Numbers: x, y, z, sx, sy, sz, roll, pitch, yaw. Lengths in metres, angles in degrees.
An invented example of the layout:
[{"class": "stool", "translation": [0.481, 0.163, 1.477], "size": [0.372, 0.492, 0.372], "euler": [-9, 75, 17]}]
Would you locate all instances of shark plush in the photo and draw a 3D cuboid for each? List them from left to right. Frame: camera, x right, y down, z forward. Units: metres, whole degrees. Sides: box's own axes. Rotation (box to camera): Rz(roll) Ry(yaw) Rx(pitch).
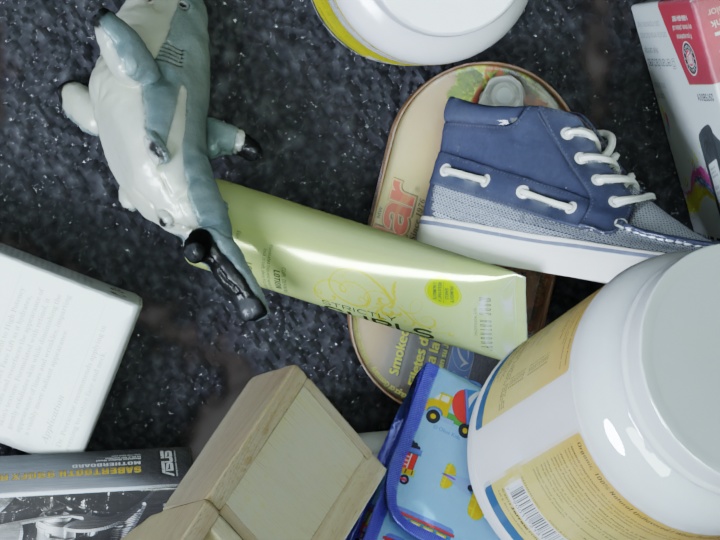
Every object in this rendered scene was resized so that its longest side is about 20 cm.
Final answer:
[{"class": "shark plush", "translation": [-0.090, -0.071, 1.581], "size": [0.083, 0.091, 0.201], "euler": [-13, 57, -28]}]

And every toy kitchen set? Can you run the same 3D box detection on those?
[{"class": "toy kitchen set", "translation": [-0.088, 0.186, 1.536], "size": [0.163, 0.199, 0.181], "euler": [50, 50, -21]}]

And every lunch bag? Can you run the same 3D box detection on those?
[{"class": "lunch bag", "translation": [0.068, 0.156, 1.577], "size": [0.150, 0.094, 0.201], "euler": [24, 78, -9]}]

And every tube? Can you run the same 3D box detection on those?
[{"class": "tube", "translation": [0.000, 0.000, 1.595], "size": [0.199, 0.058, 0.052], "euler": [17, 95, 17]}]

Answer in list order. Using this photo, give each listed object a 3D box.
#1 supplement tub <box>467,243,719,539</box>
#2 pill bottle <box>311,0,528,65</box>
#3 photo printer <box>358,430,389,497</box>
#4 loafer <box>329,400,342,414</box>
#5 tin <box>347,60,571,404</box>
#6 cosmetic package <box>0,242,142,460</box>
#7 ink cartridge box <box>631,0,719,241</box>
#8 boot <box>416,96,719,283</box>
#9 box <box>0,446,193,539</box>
[{"class": "supplement tub", "translation": [0.153, 0.075, 1.482], "size": [0.144, 0.200, 0.146], "euler": [7, 70, -20]}, {"class": "pill bottle", "translation": [0.033, -0.166, 1.553], "size": [0.112, 0.200, 0.113], "euler": [0, 94, -7]}, {"class": "photo printer", "translation": [0.096, 0.166, 1.648], "size": [0.199, 0.069, 0.168], "euler": [-5, 94, -7]}, {"class": "loafer", "translation": [-0.058, 0.168, 1.638], "size": [0.070, 0.073, 0.201], "euler": [10, 88, 4]}, {"class": "tin", "translation": [0.057, -0.019, 1.649], "size": [0.111, 0.042, 0.201], "euler": [15, 92, -11]}, {"class": "cosmetic package", "translation": [-0.230, 0.027, 1.602], "size": [0.199, 0.074, 0.102], "euler": [22, 92, -6]}, {"class": "ink cartridge box", "translation": [0.228, -0.063, 1.609], "size": [0.082, 0.146, 0.201], "euler": [-17, 95, -7]}, {"class": "boot", "translation": [0.126, -0.040, 1.569], "size": [0.199, 0.073, 0.091], "euler": [9, 90, 23]}, {"class": "box", "translation": [-0.166, 0.197, 1.597], "size": [0.157, 0.048, 0.201], "euler": [-3, 115, -7]}]
